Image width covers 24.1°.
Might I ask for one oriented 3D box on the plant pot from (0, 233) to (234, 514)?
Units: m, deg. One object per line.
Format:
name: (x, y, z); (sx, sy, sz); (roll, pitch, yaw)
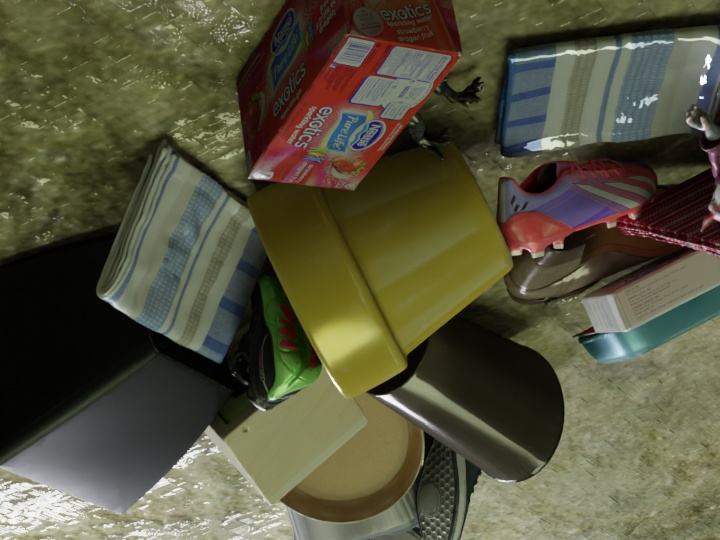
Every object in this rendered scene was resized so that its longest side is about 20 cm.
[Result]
plant pot: (-0.236, 0.083, 1.591); (0.176, 0.202, 0.199); (-31, 146, 18)

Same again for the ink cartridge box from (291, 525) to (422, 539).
ink cartridge box: (-0.004, 0.331, 2.095); (0.144, 0.202, 0.084); (-23, 150, 24)

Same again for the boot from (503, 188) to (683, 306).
boot: (0.239, -0.017, 1.684); (0.197, 0.071, 0.146); (-8, 161, -9)

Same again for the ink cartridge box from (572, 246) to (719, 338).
ink cartridge box: (0.314, 0.005, 1.694); (0.198, 0.045, 0.176); (-25, -179, -12)

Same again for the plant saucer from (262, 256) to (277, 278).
plant saucer: (0.000, 0.000, 1.663); (0.198, 0.037, 0.201); (-7, 153, -4)

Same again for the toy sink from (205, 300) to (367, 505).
toy sink: (-0.108, 0.116, 1.697); (0.130, 0.200, 0.112); (-39, 125, -9)

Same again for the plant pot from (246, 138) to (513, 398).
plant pot: (0.025, -0.018, 1.492); (0.187, 0.202, 0.201); (-28, 151, 1)

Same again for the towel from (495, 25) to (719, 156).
towel: (0.217, -0.152, 1.445); (0.197, 0.024, 0.147); (-7, 151, -4)

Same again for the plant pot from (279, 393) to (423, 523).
plant pot: (-0.026, 0.187, 1.894); (0.197, 0.028, 0.203); (2, 109, 6)

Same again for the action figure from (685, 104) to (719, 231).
action figure: (0.346, -0.111, 1.434); (0.201, 0.133, 0.149); (-52, 172, -5)

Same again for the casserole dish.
casserole dish: (0.318, 0.048, 1.752); (0.198, 0.039, 0.121); (-26, -179, -20)

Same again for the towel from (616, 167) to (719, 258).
towel: (0.332, -0.056, 1.509); (0.144, 0.023, 0.200); (-27, -163, -15)

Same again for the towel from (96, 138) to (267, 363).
towel: (-0.149, -0.011, 1.499); (0.024, 0.148, 0.200); (16, 168, 32)

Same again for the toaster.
toaster: (-0.005, 0.242, 1.982); (0.198, 0.114, 0.130); (-17, 111, 18)

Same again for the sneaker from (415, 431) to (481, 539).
sneaker: (0.139, 0.228, 1.961); (0.145, 0.205, 0.076); (11, 169, -40)

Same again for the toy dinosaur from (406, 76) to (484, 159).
toy dinosaur: (0.046, -0.140, 1.409); (0.087, 0.048, 0.200); (19, 144, -19)

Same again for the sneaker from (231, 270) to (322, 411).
sneaker: (-0.088, 0.064, 1.575); (0.084, 0.200, 0.077); (-44, 108, 12)

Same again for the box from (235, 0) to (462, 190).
box: (-0.014, -0.155, 1.306); (0.099, 0.096, 0.200); (6, 149, -25)

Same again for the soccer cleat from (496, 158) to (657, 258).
soccer cleat: (0.199, -0.074, 1.525); (0.199, 0.077, 0.066); (-24, -160, -36)

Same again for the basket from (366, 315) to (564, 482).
basket: (0.099, 0.116, 1.790); (0.199, 0.181, 0.136); (30, 111, -38)
